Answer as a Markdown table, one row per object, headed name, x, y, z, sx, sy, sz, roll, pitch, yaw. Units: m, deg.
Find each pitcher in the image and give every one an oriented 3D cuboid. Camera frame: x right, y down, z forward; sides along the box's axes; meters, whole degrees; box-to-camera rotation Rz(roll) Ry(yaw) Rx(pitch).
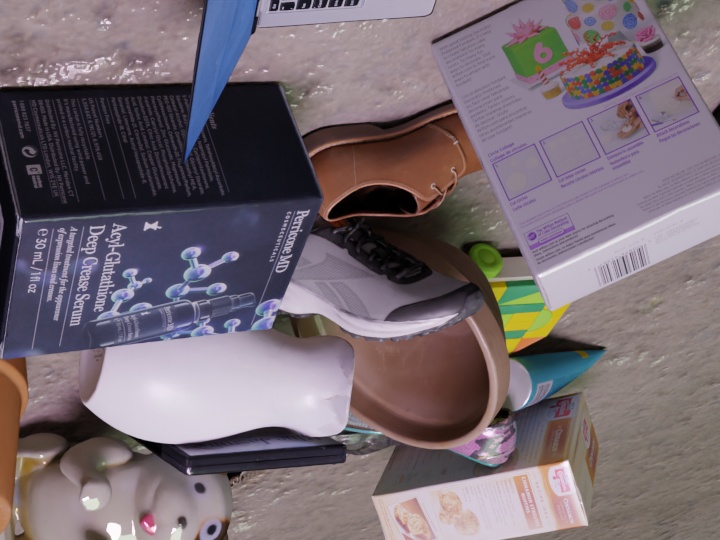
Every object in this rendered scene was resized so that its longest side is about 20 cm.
| name | x | y | z | sx | sy | sz | roll | pitch | yaw |
| --- | --- | --- | --- | --- | --- | --- | --- | --- | --- |
| pitcher | -0.128 | 0.083 | 1.069 | 0.198 | 0.123 | 0.171 | 11 | 166 | -25 |

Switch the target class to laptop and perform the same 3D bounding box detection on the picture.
| name | x | y | z | sx | sy | sz | roll | pitch | yaw |
| --- | --- | --- | --- | --- | --- | --- | --- | --- | --- |
| laptop | -0.010 | -0.172 | 0.748 | 0.198 | 0.117 | 0.188 | -8 | 147 | -20 |

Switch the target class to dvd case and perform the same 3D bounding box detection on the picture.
| name | x | y | z | sx | sy | sz | roll | pitch | yaw |
| --- | --- | --- | --- | --- | --- | --- | --- | --- | --- |
| dvd case | -0.119 | 0.137 | 1.123 | 0.141 | 0.018 | 0.199 | 0 | -173 | -30 |

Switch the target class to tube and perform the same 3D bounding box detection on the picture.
| name | x | y | z | sx | sy | sz | roll | pitch | yaw |
| --- | --- | --- | --- | --- | --- | --- | --- | --- | --- |
| tube | 0.187 | 0.108 | 1.333 | 0.077 | 0.051 | 0.199 | -31 | 166 | 26 |

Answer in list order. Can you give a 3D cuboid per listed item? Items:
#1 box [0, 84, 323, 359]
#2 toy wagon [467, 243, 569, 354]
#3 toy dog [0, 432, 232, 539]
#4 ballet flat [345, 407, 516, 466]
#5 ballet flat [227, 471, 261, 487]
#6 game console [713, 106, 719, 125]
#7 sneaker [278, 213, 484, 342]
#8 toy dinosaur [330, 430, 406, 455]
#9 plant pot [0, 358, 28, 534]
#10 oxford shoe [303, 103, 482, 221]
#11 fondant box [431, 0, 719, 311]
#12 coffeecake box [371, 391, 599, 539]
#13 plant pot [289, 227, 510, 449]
| name | x | y | z | sx | sy | sz | roll | pitch | yaw |
| --- | --- | --- | --- | --- | --- | --- | --- | --- | --- |
| box | -0.147 | -0.034 | 0.885 | 0.198 | 0.108 | 0.149 | -6 | 145 | -25 |
| toy wagon | 0.096 | 0.037 | 1.200 | 0.198 | 0.040 | 0.156 | -4 | 144 | -26 |
| toy dog | -0.209 | 0.210 | 1.149 | 0.198 | 0.141 | 0.194 | -3 | 173 | 17 |
| ballet flat | 0.053 | 0.126 | 1.249 | 0.198 | 0.069 | 0.072 | 14 | 117 | 11 |
| ballet flat | -0.081 | 0.148 | 1.242 | 0.067 | 0.046 | 0.200 | 43 | 124 | -10 |
| game console | 0.398 | -0.155 | 1.106 | 0.175 | 0.117 | 0.200 | 25 | 133 | -11 |
| sneaker | 0.000 | 0.000 | 0.965 | 0.074 | 0.199 | 0.080 | -22 | 118 | -50 |
| toy dinosaur | 0.013 | 0.166 | 1.324 | 0.198 | 0.048 | 0.088 | 2 | 165 | -14 |
| plant pot | -0.344 | 0.136 | 0.999 | 0.198 | 0.141 | 0.201 | -14 | 149 | -9 |
| oxford shoe | 0.052 | -0.074 | 0.978 | 0.198 | 0.072 | 0.072 | -15 | 147 | -13 |
| fondant box | 0.149 | -0.094 | 0.878 | 0.143 | 0.201 | 0.058 | -24 | 150 | 6 |
| coffeecake box | 0.129 | 0.202 | 1.316 | 0.198 | 0.074 | 0.154 | -14 | -165 | 19 |
| plant pot | 0.045 | 0.039 | 1.083 | 0.093 | 0.200 | 0.201 | -45 | 168 | -41 |
